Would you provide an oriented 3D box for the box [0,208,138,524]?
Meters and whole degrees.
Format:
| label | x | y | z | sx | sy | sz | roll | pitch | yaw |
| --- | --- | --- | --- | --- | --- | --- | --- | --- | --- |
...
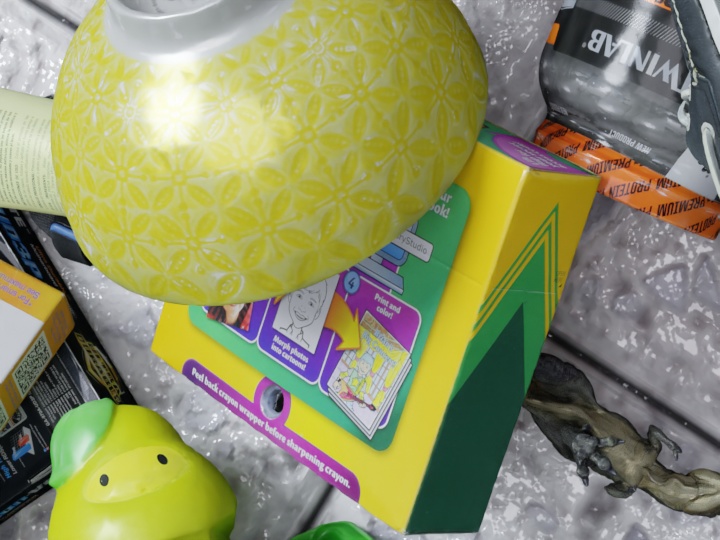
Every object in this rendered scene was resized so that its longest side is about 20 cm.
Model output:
| label | x | y | z | sx | sy | sz | roll | pitch | yaw |
| --- | --- | --- | --- | --- | --- | --- | --- | --- | --- |
| box | -0.232 | 0.040 | 1.023 | 0.159 | 0.046 | 0.201 | -35 | 81 | 13 |

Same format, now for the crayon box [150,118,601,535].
| label | x | y | z | sx | sy | sz | roll | pitch | yaw |
| --- | --- | --- | --- | --- | --- | --- | --- | --- | --- |
| crayon box | 0.000 | 0.000 | 0.897 | 0.200 | 0.058 | 0.174 | 31 | 108 | 42 |

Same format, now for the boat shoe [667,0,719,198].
| label | x | y | z | sx | sy | sz | roll | pitch | yaw |
| --- | --- | --- | --- | --- | --- | --- | --- | --- | --- |
| boat shoe | 0.162 | -0.055 | 0.784 | 0.060 | 0.075 | 0.201 | -29 | 80 | 43 |

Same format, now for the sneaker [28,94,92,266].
| label | x | y | z | sx | sy | sz | roll | pitch | yaw |
| --- | --- | --- | --- | --- | --- | --- | --- | --- | --- |
| sneaker | -0.126 | -0.100 | 0.978 | 0.111 | 0.073 | 0.202 | 9 | 93 | 15 |

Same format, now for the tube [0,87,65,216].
| label | x | y | z | sx | sy | sz | roll | pitch | yaw |
| --- | --- | --- | --- | --- | --- | --- | --- | --- | --- |
| tube | -0.167 | -0.060 | 0.945 | 0.199 | 0.052 | 0.058 | 10 | 67 | 22 |

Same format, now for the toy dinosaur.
| label | x | y | z | sx | sy | sz | roll | pitch | yaw |
| --- | --- | --- | --- | --- | --- | --- | --- | --- | --- |
| toy dinosaur | 0.096 | 0.064 | 0.907 | 0.199 | 0.088 | 0.048 | 36 | 89 | 12 |

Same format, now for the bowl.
| label | x | y | z | sx | sy | sz | roll | pitch | yaw |
| --- | --- | --- | --- | --- | --- | --- | --- | --- | --- |
| bowl | -0.054 | -0.095 | 0.822 | 0.199 | 0.108 | 0.201 | -13 | 44 | 13 |

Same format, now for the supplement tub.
| label | x | y | z | sx | sy | sz | roll | pitch | yaw |
| --- | --- | --- | --- | --- | --- | --- | --- | --- | --- |
| supplement tub | 0.158 | -0.124 | 0.870 | 0.122 | 0.122 | 0.201 | 24 | 96 | 15 |

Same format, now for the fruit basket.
| label | x | y | z | sx | sy | sz | roll | pitch | yaw |
| --- | --- | --- | --- | --- | --- | --- | --- | --- | --- |
| fruit basket | -0.084 | 0.160 | 0.909 | 0.214 | 0.155 | 0.217 | -2 | 96 | -18 |

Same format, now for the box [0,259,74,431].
| label | x | y | z | sx | sy | sz | roll | pitch | yaw |
| --- | --- | --- | --- | --- | --- | --- | --- | --- | --- |
| box | -0.243 | 0.070 | 0.933 | 0.118 | 0.042 | 0.201 | 26 | 64 | 13 |
